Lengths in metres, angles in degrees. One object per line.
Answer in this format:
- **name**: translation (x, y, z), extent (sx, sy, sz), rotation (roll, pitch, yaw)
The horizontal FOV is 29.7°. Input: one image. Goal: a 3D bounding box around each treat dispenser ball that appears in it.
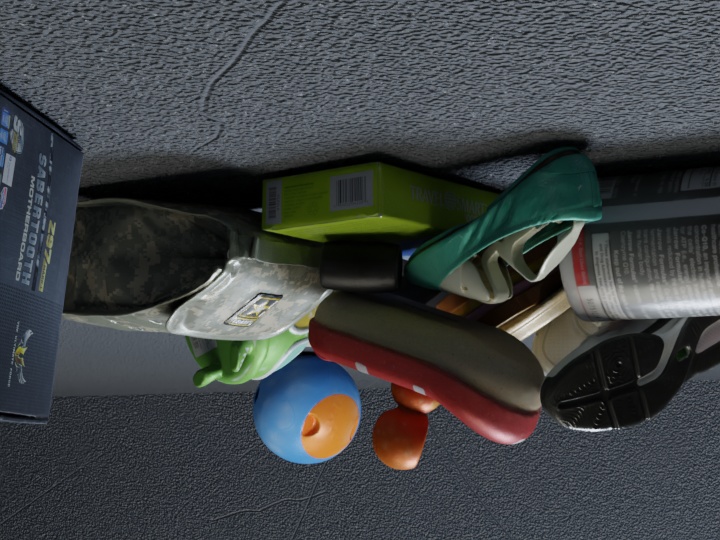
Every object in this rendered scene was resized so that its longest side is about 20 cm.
- **treat dispenser ball**: translation (-0.098, 0.255, 2.499), extent (0.201, 0.201, 0.201), rotation (0, 171, 0)

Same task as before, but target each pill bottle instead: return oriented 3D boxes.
- **pill bottle**: translation (0.260, -0.021, 1.030), extent (0.200, 0.114, 0.114), rotation (-4, 170, 25)

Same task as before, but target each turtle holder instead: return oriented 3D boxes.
- **turtle holder**: translation (-0.104, 0.028, 1.374), extent (0.132, 0.141, 0.186), rotation (-11, 140, -38)

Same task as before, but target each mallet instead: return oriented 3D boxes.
- **mallet**: translation (0.000, 0.000, 1.148), extent (0.066, 0.041, 0.200), rotation (3, 178, 0)

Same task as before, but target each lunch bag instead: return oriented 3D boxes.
- **lunch bag**: translation (-0.132, -0.001, 1.138), extent (0.200, 0.118, 0.164), rotation (-2, 174, 33)

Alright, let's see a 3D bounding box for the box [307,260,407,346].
- **box**: translation (0.008, 0.028, 1.417), extent (0.078, 0.095, 0.200), rotation (7, 170, -38)

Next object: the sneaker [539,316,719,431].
- **sneaker**: translation (0.210, 0.066, 1.109), extent (0.200, 0.076, 0.115), rotation (-23, -162, -23)

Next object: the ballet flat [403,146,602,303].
- **ballet flat**: translation (0.105, -0.016, 1.018), extent (0.067, 0.070, 0.200), rotation (0, 153, -40)

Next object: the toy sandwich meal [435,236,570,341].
- **toy sandwich meal**: translation (0.156, 0.003, 1.214), extent (0.205, 0.070, 0.205), rotation (-38, 179, 0)

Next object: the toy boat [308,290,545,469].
- **toy boat**: translation (0.047, 0.099, 1.100), extent (0.200, 0.131, 0.130), rotation (18, -173, 28)

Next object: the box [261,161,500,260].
- **box**: translation (0.030, -0.044, 1.102), extent (0.122, 0.048, 0.200), rotation (-6, 170, 38)

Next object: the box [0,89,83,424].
- **box**: translation (-0.238, -0.004, 0.880), extent (0.051, 0.200, 0.158), rotation (5, 171, 8)

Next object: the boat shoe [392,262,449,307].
- **boat shoe**: translation (0.064, 0.014, 1.290), extent (0.200, 0.060, 0.076), rotation (-36, 164, -47)

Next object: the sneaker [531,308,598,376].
- **sneaker**: translation (0.236, 0.024, 1.243), extent (0.200, 0.075, 0.081), rotation (-41, 168, -14)
